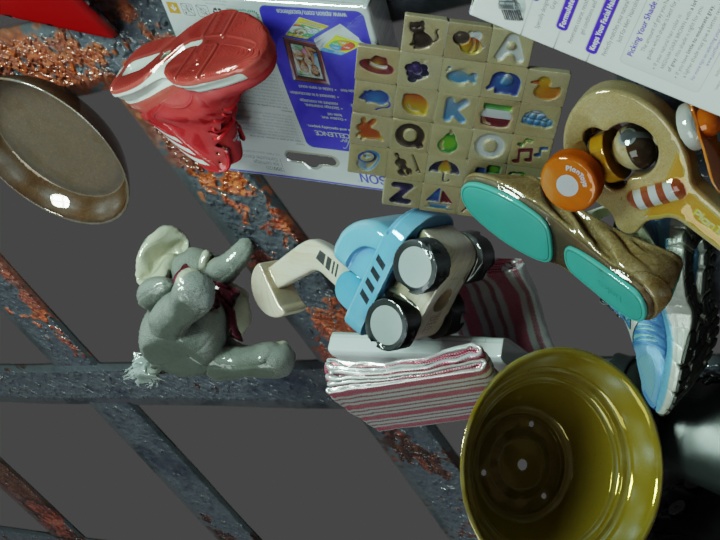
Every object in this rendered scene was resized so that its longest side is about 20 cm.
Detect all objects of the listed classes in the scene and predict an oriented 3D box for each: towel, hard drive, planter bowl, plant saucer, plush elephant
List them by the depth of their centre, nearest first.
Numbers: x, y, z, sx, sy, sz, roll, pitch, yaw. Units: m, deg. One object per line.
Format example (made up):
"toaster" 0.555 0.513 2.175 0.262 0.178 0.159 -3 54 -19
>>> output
"planter bowl" 0.158 0.170 0.998 0.200 0.201 0.083 37 162 -13
"towel" 0.060 0.109 1.058 0.145 0.030 0.200 -9 160 13
"towel" 0.090 0.044 1.142 0.198 0.030 0.147 3 138 31
"hard drive" 0.084 0.095 1.155 0.198 0.027 0.132 0 159 36
"plant saucer" -0.322 -0.131 1.199 0.198 0.035 0.201 18 144 13
"plush elephant" -0.164 0.031 1.209 0.199 0.156 0.164 -25 130 40

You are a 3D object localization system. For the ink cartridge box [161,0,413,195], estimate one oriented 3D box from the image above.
"ink cartridge box" -0.054 -0.159 0.972 0.196 0.044 0.201 10 141 24

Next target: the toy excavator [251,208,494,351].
"toy excavator" 0.000 0.000 1.082 0.200 0.099 0.196 41 120 27

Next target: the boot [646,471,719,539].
"boot" 0.335 0.232 1.062 0.164 0.200 0.066 -3 116 41

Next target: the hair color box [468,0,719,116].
"hair color box" 0.182 -0.190 0.758 0.198 0.065 0.110 23 145 5

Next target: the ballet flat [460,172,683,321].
"ballet flat" 0.174 -0.035 0.923 0.199 0.072 0.068 34 153 34

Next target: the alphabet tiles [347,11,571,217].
"alphabet tiles" 0.074 -0.118 0.922 0.164 0.006 0.201 8 139 1

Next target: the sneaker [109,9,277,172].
"sneaker" -0.111 -0.143 0.948 0.199 0.079 0.115 6 149 50

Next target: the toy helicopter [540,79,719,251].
"toy helicopter" 0.240 -0.066 0.841 0.200 0.079 0.133 40 133 6

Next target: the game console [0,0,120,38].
"game console" -0.316 -0.298 0.999 0.198 0.119 0.174 14 112 18

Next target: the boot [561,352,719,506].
"boot" 0.282 0.175 1.039 0.161 0.200 0.073 15 171 37

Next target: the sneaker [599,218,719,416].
"sneaker" 0.251 0.031 0.980 0.089 0.078 0.202 18 128 37
